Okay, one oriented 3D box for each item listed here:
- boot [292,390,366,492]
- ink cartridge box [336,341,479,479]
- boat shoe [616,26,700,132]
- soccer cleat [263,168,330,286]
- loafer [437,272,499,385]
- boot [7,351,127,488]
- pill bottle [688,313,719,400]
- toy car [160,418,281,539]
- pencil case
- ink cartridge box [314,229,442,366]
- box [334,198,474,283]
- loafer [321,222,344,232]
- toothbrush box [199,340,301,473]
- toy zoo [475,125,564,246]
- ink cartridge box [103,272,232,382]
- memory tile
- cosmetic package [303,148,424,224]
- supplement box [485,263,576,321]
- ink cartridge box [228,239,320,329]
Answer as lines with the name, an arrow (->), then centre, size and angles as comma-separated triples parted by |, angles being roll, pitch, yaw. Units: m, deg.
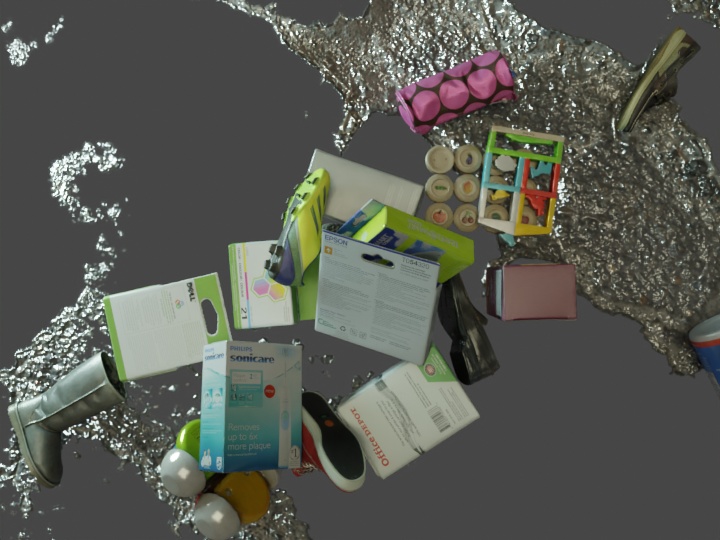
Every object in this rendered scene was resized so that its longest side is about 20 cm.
boot -> -0.064, 0.318, 1.097 | 0.072, 0.200, 0.145 | -1, 121, -32
ink cartridge box -> 0.080, 0.236, 1.138 | 0.200, 0.083, 0.147 | -32, 87, 2
boat shoe -> 0.508, -0.317, 1.127 | 0.065, 0.073, 0.201 | 32, 91, 8
soccer cleat -> -0.089, -0.068, 1.093 | 0.083, 0.065, 0.201 | 22, 92, -27
loafer -> 0.185, 0.092, 1.150 | 0.072, 0.073, 0.201 | -14, 92, -19
boot -> -0.505, 0.266, 1.183 | 0.199, 0.073, 0.183 | -25, 90, -4
pill bottle -> 0.640, 0.174, 1.097 | 0.112, 0.112, 0.201 | -27, 88, 2
toy car -> -0.249, 0.352, 1.133 | 0.200, 0.175, 0.150 | 51, 131, -1
pencil case -> 0.164, -0.301, 1.140 | 0.199, 0.091, 0.094 | -21, 95, 5
ink cartridge box -> 0.027, 0.038, 1.057 | 0.196, 0.043, 0.201 | 17, 123, 16
box -> 0.071, -0.037, 1.075 | 0.199, 0.122, 0.048 | 20, 55, -26
loafer -> 0.000, 0.000, 1.141 | 0.200, 0.075, 0.070 | 42, 121, -3
toothbrush box -> -0.175, 0.219, 1.076 | 0.146, 0.085, 0.201 | 10, 72, -38
toy zoo -> 0.273, -0.140, 1.144 | 0.130, 0.020, 0.201 | 8, 89, -3
ink cartridge box -> -0.325, 0.097, 1.159 | 0.199, 0.076, 0.149 | -13, 88, -2
memory tile -> 0.211, -0.141, 1.160 | 0.199, 0.017, 0.154 | 2, 89, -2
cosmetic package -> 0.001, -0.125, 1.147 | 0.199, 0.090, 0.107 | 21, 91, 6
supplement box -> 0.269, 0.034, 1.072 | 0.110, 0.200, 0.086 | -1, 89, 3
ink cartridge box -> -0.118, 0.019, 1.154 | 0.199, 0.076, 0.149 | -5, 89, 4
